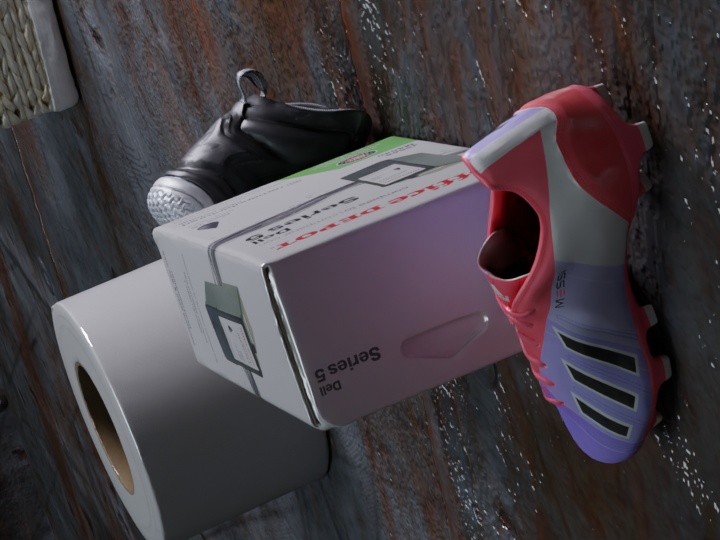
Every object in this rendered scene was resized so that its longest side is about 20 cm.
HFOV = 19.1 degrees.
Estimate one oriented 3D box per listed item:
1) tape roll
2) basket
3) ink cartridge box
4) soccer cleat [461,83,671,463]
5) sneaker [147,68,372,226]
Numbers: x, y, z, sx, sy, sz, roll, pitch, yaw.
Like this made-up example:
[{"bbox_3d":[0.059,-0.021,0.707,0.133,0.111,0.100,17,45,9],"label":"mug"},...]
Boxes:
[{"bbox_3d":[-0.128,0.091,1.597,0.203,0.139,0.203,57,161,30],"label":"tape roll"},{"bbox_3d":[-0.371,-0.237,1.902,0.198,0.161,0.200,47,156,48],"label":"basket"},{"bbox_3d":[0.000,0.000,1.041,0.200,0.145,0.084,17,127,69],"label":"ink cartridge box"},{"bbox_3d":[0.084,0.010,0.907,0.067,0.076,0.200,51,157,44],"label":"soccer cleat"},{"bbox_3d":[-0.013,-0.027,1.182,0.200,0.114,0.075,35,171,-26],"label":"sneaker"}]
